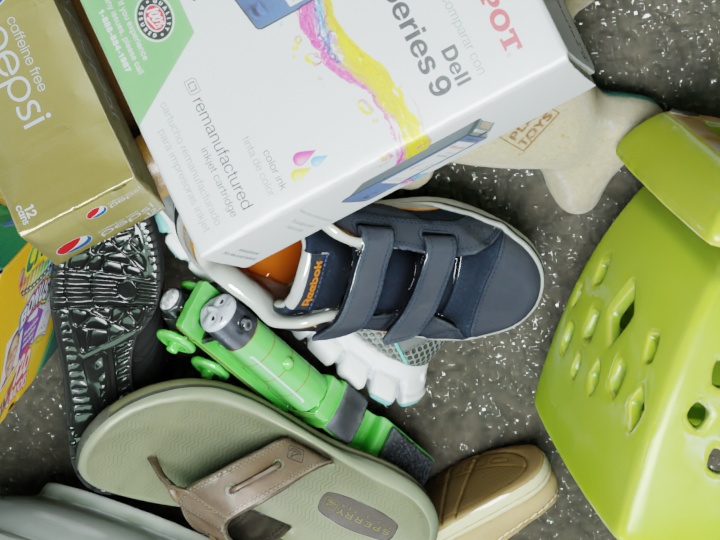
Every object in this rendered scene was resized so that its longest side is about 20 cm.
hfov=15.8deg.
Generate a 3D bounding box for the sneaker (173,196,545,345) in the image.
[{"bbox_3d":[0.000,0.000,1.321,0.198,0.080,0.079,13,111,-8],"label":"sneaker"}]

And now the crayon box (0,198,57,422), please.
[{"bbox_3d":[-0.196,0.012,1.348,0.058,0.200,0.120,18,112,4],"label":"crayon box"}]

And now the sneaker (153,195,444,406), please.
[{"bbox_3d":[-0.028,-0.016,1.394,0.199,0.078,0.091,34,102,-14],"label":"sneaker"}]

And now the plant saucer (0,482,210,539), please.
[{"bbox_3d":[-0.131,0.157,1.419,0.199,0.200,0.051,20,79,0],"label":"plant saucer"}]

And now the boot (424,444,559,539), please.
[{"bbox_3d":[0.063,0.202,1.454,0.200,0.073,0.156,-37,101,19],"label":"boot"}]

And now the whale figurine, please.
[{"bbox_3d":[0.064,-0.110,1.341,0.199,0.104,0.159,29,114,-30],"label":"whale figurine"}]

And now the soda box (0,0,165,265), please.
[{"bbox_3d":[-0.168,-0.109,1.265,0.064,0.068,0.201,-27,76,3],"label":"soda box"}]

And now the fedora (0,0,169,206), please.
[{"bbox_3d":[-0.133,-0.117,1.339,0.199,0.082,0.202,-2,78,10],"label":"fedora"}]

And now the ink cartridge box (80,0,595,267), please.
[{"bbox_3d":[-0.010,-0.111,1.219,0.199,0.087,0.146,-26,81,10],"label":"ink cartridge box"}]

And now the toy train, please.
[{"bbox_3d":[-0.032,0.067,1.385,0.056,0.042,0.200,7,154,46],"label":"toy train"}]

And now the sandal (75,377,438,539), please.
[{"bbox_3d":[-0.049,0.114,1.351,0.200,0.057,0.080,19,120,-13],"label":"sandal"}]

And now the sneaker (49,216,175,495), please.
[{"bbox_3d":[-0.132,0.041,1.405,0.059,0.104,0.201,2,110,1],"label":"sneaker"}]

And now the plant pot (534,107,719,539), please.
[{"bbox_3d":[0.214,0.031,1.297,0.197,0.200,0.183,9,105,-12],"label":"plant pot"}]
